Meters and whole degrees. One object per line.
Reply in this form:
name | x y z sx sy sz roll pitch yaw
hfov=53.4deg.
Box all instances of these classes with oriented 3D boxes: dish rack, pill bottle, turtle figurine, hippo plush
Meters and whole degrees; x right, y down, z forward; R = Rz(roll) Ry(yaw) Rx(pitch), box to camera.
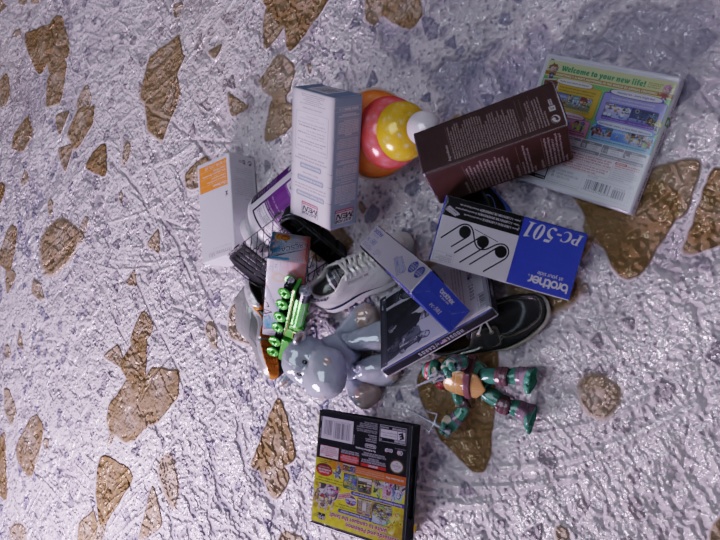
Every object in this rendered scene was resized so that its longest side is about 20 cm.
dish rack | -0.132 -0.021 1.250 0.199 0.153 0.055 -31 35 30
pill bottle | -0.124 -0.115 1.275 0.199 0.112 0.114 -34 65 31
turtle figurine | 0.151 0.165 1.023 0.197 0.151 0.101 6 46 27
hippo plush | -0.045 0.127 1.153 0.199 0.160 0.161 32 104 36

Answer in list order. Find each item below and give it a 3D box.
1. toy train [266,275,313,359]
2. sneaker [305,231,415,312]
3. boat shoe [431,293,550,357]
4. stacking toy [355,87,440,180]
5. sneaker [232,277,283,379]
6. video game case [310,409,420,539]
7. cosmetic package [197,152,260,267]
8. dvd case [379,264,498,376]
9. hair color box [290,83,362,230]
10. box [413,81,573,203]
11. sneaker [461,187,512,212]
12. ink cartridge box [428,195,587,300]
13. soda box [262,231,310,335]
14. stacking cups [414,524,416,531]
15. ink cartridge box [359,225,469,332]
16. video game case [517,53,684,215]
toy train | -0.117 0.085 1.194 0.056 0.042 0.201 22 137 4
sneaker | 0.000 0.000 1.170 0.199 0.080 0.077 -35 59 13
boat shoe | 0.180 0.084 1.040 0.198 0.067 0.073 -22 70 33
stacking toy | 0.058 -0.207 1.083 0.199 0.144 0.149 20 98 63
sneaker | -0.188 0.116 1.334 0.092 0.075 0.203 -39 55 37
video game case | 0.004 0.319 1.109 0.198 0.025 0.184 -1 82 42
cosmetic package | -0.261 -0.118 1.411 0.100 0.071 0.204 -14 77 36
dvd case | 0.111 0.054 1.070 0.199 0.025 0.152 -32 34 26
hair color box | -0.055 -0.176 1.105 0.098 0.060 0.203 25 121 40
box | 0.182 -0.170 0.979 0.197 0.100 0.076 -19 66 14
sneaker | 0.147 -0.134 1.083 0.200 0.077 0.071 49 114 31
ink cartridge box | 0.201 -0.033 0.987 0.197 0.044 0.096 16 95 4
soda box | -0.128 0.029 1.219 0.202 0.067 0.064 101 175 -46
stacking cups | 0.014 0.345 1.154 0.061 0.060 0.201 -52 52 21
ink cartridge box | 0.074 0.007 1.037 0.044 0.094 0.200 -45 29 0
video game case | 0.317 -0.193 0.990 0.199 0.022 0.185 25 101 39
